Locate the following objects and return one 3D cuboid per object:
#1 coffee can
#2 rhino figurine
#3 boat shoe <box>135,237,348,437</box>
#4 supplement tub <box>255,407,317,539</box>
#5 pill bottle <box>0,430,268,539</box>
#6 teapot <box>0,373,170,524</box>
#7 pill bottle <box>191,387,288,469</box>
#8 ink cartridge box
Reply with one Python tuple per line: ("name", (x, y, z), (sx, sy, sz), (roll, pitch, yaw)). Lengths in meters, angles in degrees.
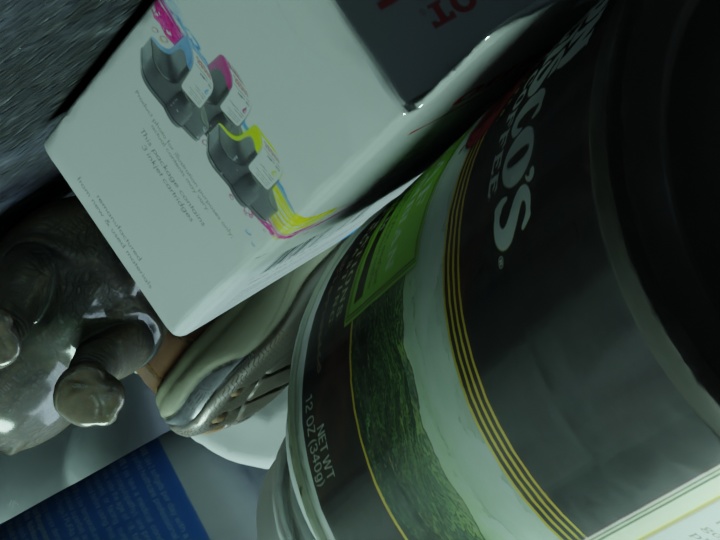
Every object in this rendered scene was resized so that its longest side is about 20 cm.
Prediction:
("coffee can", (0.082, 0.012, 0.649), (0.146, 0.147, 0.200), (-33, 176, -27))
("rhino figurine", (-0.088, 0.012, 0.866), (0.200, 0.060, 0.088), (-37, -165, 22))
("boat shoe", (-0.010, -0.037, 0.927), (0.200, 0.072, 0.076), (-46, 166, 8))
("supplement tub", (0.064, 0.035, 0.890), (0.144, 0.144, 0.200), (-31, 161, -50))
("pill bottle", (-0.084, 0.132, 1.182), (0.199, 0.113, 0.112), (-29, 176, -4))
("teapot", (-0.069, 0.082, 1.338), (0.200, 0.197, 0.147), (18, -91, 68))
("pill bottle", (0.000, 0.000, 1.156), (0.111, 0.111, 0.200), (-37, 177, 27))
("ink cartridge box", (0.012, -0.066, 0.709), (0.115, 0.068, 0.200), (-32, 176, -31))
